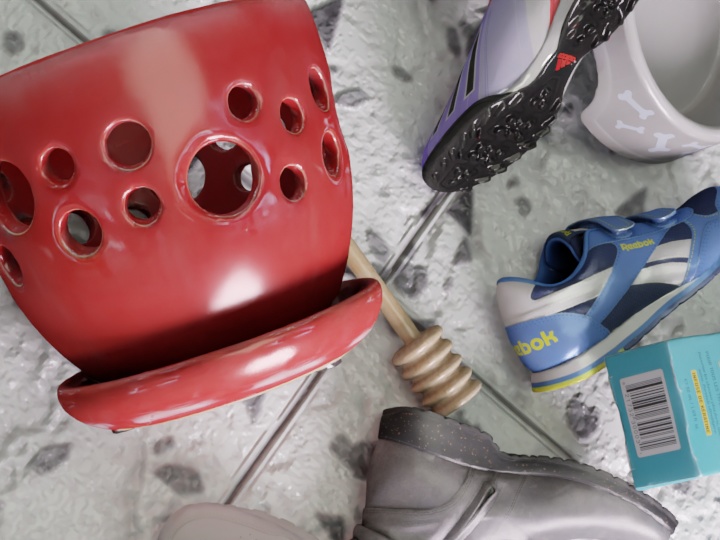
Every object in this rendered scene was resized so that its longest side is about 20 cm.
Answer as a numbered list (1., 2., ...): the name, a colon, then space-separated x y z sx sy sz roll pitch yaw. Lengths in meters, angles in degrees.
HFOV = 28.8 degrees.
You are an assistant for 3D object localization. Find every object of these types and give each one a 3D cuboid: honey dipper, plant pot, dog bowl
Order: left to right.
1. plant pot: -0.096 -0.026 0.725 0.199 0.200 0.184 -20 97 -24
2. honey dipper: 0.000 0.000 0.842 0.038 0.038 0.201 -38 93 -24
3. dog bowl: 0.210 -0.171 0.914 0.199 0.058 0.202 -2 93 -37

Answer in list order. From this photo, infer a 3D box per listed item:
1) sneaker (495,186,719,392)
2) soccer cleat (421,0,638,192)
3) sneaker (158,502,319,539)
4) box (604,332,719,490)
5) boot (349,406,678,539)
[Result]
1. sneaker: 0.168 -0.007 0.891 0.200 0.074 0.083 -36 92 -25
2. soccer cleat: 0.096 -0.136 0.854 0.068 0.200 0.073 8 38 -45
3. sneaker: -0.029 0.192 0.739 0.199 0.081 0.077 37 88 13
4. box: 0.237 0.080 0.876 0.199 0.049 0.083 -4 78 -44
5. boot: 0.083 0.171 0.831 0.198 0.070 0.133 18 76 -6
